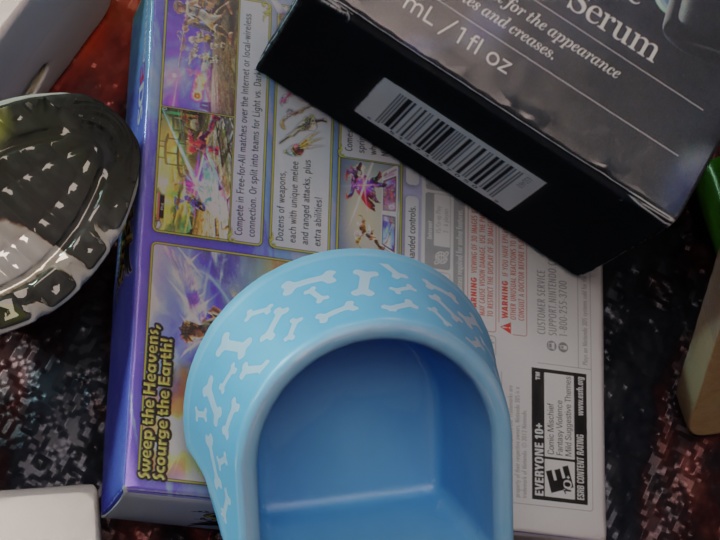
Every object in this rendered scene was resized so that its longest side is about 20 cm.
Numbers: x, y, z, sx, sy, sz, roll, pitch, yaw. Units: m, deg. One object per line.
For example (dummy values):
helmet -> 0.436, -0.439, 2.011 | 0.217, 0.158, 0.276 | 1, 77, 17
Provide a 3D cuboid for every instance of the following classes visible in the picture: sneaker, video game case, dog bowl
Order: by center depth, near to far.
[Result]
dog bowl -> 0.001, 0.096, 0.757 | 0.111, 0.050, 0.202 | -6, 107, -13
sneaker -> -0.163, 0.009, 0.797 | 0.200, 0.085, 0.075 | -41, 98, -6
video game case -> 0.000, 0.000, 0.834 | 0.180, 0.045, 0.202 | 8, 68, -17

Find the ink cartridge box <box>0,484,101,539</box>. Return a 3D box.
ink cartridge box -> -0.170, 0.179, 0.772 | 0.172, 0.044, 0.202 | -3, 71, -8

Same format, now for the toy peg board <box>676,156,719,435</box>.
toy peg board -> 0.216, -0.045, 0.819 | 0.198, 0.200, 0.098 | -8, 55, -9

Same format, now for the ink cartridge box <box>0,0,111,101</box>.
ink cartridge box -> -0.213, -0.121, 0.853 | 0.199, 0.083, 0.147 | 31, 72, 6

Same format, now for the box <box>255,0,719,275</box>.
box -> 0.080, -0.126, 0.805 | 0.148, 0.107, 0.201 | 31, 75, -5
